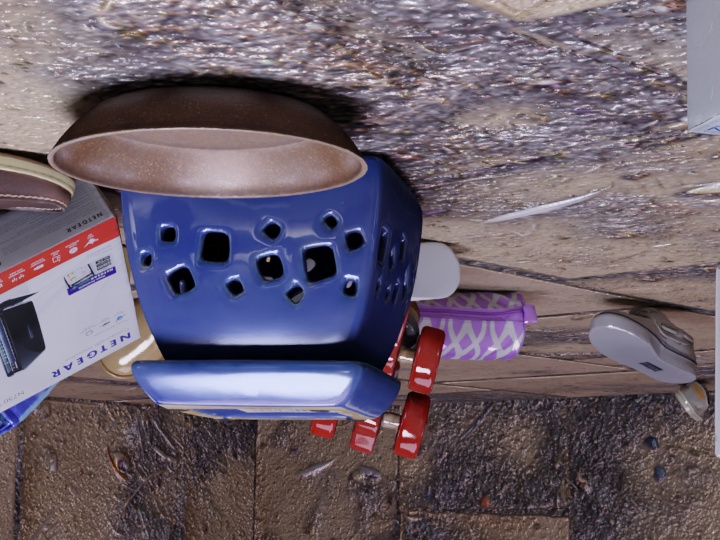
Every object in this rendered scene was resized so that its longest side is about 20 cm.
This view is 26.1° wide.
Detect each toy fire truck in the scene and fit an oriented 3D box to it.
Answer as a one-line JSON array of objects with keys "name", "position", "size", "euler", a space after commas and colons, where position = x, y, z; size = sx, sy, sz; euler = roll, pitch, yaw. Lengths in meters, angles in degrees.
[{"name": "toy fire truck", "position": [0.025, 0.082, 1.573], "size": [0.112, 0.200, 0.168], "euler": [13, -147, 2]}]

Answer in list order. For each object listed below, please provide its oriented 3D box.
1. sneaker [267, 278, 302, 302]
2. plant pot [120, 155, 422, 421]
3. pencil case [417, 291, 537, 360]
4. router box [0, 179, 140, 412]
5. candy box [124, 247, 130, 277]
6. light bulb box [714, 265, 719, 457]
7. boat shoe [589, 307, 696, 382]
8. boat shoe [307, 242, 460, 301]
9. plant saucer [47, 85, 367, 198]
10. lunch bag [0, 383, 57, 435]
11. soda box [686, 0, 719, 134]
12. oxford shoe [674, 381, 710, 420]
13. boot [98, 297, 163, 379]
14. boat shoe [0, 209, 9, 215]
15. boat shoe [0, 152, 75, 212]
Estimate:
[{"name": "sneaker", "position": [-0.083, 0.032, 1.615], "size": [0.200, 0.071, 0.080], "euler": [-4, 173, 25]}, {"name": "plant pot", "position": [-0.063, 0.021, 1.177], "size": [0.199, 0.180, 0.200], "euler": [-1, 170, 10]}, {"name": "pencil case", "position": [0.089, 0.056, 1.745], "size": [0.200, 0.084, 0.086], "euler": [2, 148, -21]}, {"name": "router box", "position": [-0.275, 0.035, 1.199], "size": [0.200, 0.049, 0.180], "euler": [-29, 152, -17]}, {"name": "candy box", "position": [-0.332, 0.002, 1.475], "size": [0.200, 0.055, 0.115], "euler": [-3, 172, 20]}, {"name": "light bulb box", "position": [0.445, 0.102, 1.602], "size": [0.125, 0.199, 0.200], "euler": [-1, 170, 23]}, {"name": "boat shoe", "position": [0.343, 0.077, 1.862], "size": [0.072, 0.066, 0.200], "euler": [-14, 151, 44]}, {"name": "boat shoe", "position": [0.000, 0.000, 1.418], "size": [0.200, 0.072, 0.068], "euler": [-1, 173, -43]}, {"name": "plant saucer", "position": [-0.095, -0.081, 0.980], "size": [0.200, 0.037, 0.200], "euler": [1, 171, 0]}, {"name": "lunch bag", "position": [-0.324, 0.093, 1.417], "size": [0.200, 0.094, 0.151], "euler": [-16, -157, 43]}, {"name": "soda box", "position": [0.211, -0.110, 0.660], "size": [0.063, 0.068, 0.200], "euler": [4, 170, -15]}, {"name": "oxford shoe", "position": [0.649, 0.247, 3.005], "size": [0.058, 0.075, 0.200], "euler": [-38, 166, 7]}, {"name": "boot", "position": [-0.174, 0.029, 1.442], "size": [0.175, 0.066, 0.200], "euler": [-42, -179, -11]}, {"name": "boat shoe", "position": [-0.352, -0.025, 1.269], "size": [0.200, 0.066, 0.072], "euler": [-6, 169, 35]}, {"name": "boat shoe", "position": [-0.303, -0.047, 1.099], "size": [0.200, 0.072, 0.072], "euler": [4, 171, -23]}]
